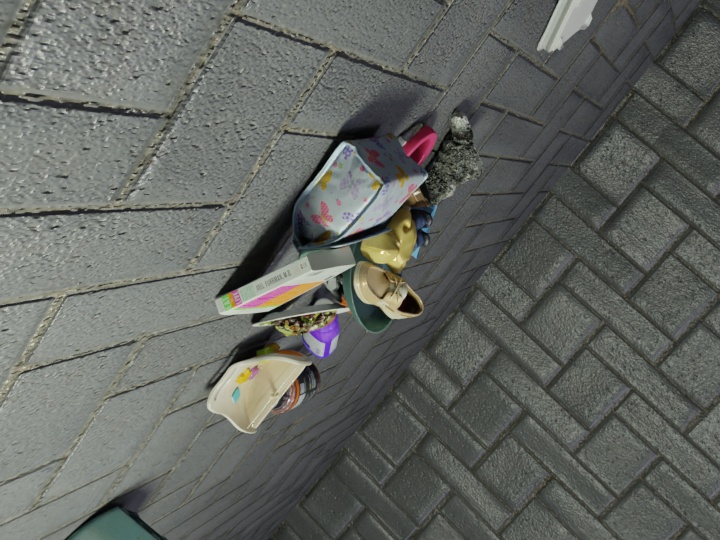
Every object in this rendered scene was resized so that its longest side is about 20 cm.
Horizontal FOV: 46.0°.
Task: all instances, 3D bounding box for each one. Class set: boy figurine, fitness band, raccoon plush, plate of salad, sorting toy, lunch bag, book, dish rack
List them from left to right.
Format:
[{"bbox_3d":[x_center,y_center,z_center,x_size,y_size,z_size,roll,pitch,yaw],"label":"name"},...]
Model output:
[{"bbox_3d":[-0.224,0.222,1.687,0.201,0.107,0.179,-51,159,12],"label":"sorting toy"},{"bbox_3d":[-0.121,0.019,1.364,0.198,0.049,0.133,-24,174,29],"label":"book"},{"bbox_3d":[-0.106,0.097,1.600,0.196,0.049,0.200,-9,175,-1],"label":"plate of salad"},{"bbox_3d":[-0.008,-0.112,1.380,0.200,0.128,0.169,-45,168,29],"label":"lunch bag"},{"bbox_3d":[0.068,-0.187,1.585,0.201,0.037,0.143,-50,166,9],"label":"fitness band"},{"bbox_3d":[0.067,-0.050,1.525,0.199,0.063,0.127,-31,131,-56],"label":"boy figurine"},{"bbox_3d":[0.166,-0.230,1.745,0.133,0.097,0.201,-34,135,-7],"label":"raccoon plush"},{"bbox_3d":[0.459,-0.554,1.784,0.171,0.043,0.201,-40,163,-27],"label":"dish rack"}]

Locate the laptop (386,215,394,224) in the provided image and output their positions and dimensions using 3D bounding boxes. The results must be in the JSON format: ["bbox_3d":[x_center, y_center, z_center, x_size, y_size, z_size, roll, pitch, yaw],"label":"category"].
[{"bbox_3d":[0.078,-0.080,1.744,0.199,0.103,0.178,-40,161,-25],"label":"laptop"}]

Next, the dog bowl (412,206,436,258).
[{"bbox_3d":[0.127,-0.107,1.833,0.201,0.049,0.113,-63,171,-59],"label":"dog bowl"}]

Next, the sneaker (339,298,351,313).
[{"bbox_3d":[-0.009,-0.003,1.813,0.202,0.074,0.093,98,3,-46],"label":"sneaker"}]

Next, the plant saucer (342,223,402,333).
[{"bbox_3d":[0.017,0.012,1.550,0.199,0.035,0.204,-3,93,-61],"label":"plant saucer"}]

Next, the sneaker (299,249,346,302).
[{"bbox_3d":[-0.038,0.023,1.604,0.078,0.140,0.200,-47,166,2],"label":"sneaker"}]

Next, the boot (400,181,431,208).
[{"bbox_3d":[0.090,-0.147,1.607,0.074,0.075,0.200,-23,176,13],"label":"boot"}]

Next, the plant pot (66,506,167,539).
[{"bbox_3d":[-0.487,0.588,1.678,0.201,0.195,0.196,-52,168,-17],"label":"plant pot"}]

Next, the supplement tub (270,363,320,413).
[{"bbox_3d":[-0.172,0.261,1.916,0.107,0.107,0.199,-51,165,14],"label":"supplement tub"}]

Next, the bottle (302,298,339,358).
[{"bbox_3d":[-0.085,0.123,1.854,0.065,0.083,0.201,-41,164,-22],"label":"bottle"}]

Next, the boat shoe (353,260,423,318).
[{"bbox_3d":[0.054,0.035,1.511,0.199,0.068,0.075,34,62,-56],"label":"boat shoe"}]
